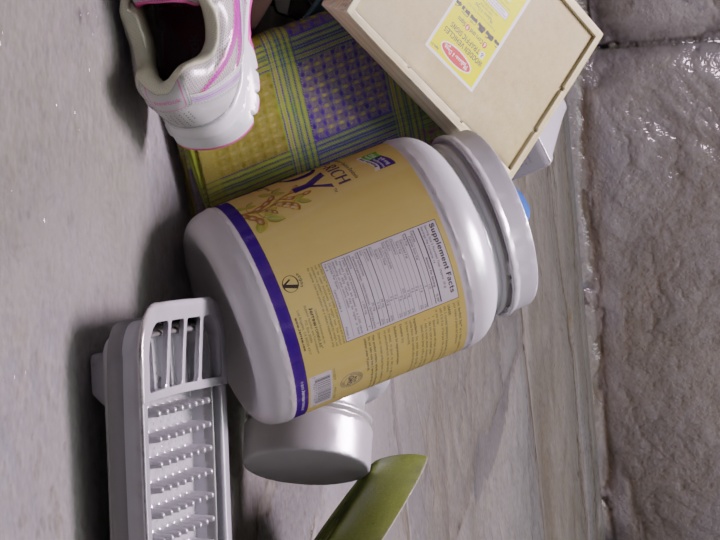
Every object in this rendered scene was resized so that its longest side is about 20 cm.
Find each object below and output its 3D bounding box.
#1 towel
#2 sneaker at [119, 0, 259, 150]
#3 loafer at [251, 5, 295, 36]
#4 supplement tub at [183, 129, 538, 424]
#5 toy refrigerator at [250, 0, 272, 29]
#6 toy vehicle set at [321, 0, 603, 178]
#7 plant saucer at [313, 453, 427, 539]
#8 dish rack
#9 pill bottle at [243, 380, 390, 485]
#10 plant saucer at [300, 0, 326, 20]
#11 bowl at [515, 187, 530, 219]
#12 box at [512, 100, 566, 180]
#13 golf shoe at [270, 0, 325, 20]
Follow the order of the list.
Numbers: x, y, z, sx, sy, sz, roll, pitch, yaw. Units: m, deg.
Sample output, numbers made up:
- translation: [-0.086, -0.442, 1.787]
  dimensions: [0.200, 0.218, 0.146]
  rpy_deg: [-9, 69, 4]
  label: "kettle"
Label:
- translation: [-0.032, -0.103, 1.490]
  dimensions: [0.023, 0.199, 0.145]
  rpy_deg: [44, -26, 54]
  label: "towel"
- translation: [-0.104, -0.180, 1.379]
  dimensions: [0.088, 0.081, 0.202]
  rpy_deg: [31, 53, -71]
  label: "sneaker"
- translation: [-0.049, -0.192, 1.596]
  dimensions: [0.070, 0.069, 0.202]
  rpy_deg: [38, -63, 55]
  label: "loafer"
- translation: [0.000, 0.000, 1.456]
  dimensions: [0.147, 0.199, 0.145]
  rpy_deg: [69, -15, 0]
  label: "supplement tub"
- translation: [-0.040, -0.261, 1.451]
  dimensions: [0.201, 0.070, 0.076]
  rpy_deg: [-57, -171, 25]
  label: "toy refrigerator"
- translation: [0.072, -0.166, 1.489]
  dimensions: [0.200, 0.026, 0.125]
  rpy_deg: [42, 77, -40]
  label: "toy vehicle set"
- translation: [-0.021, 0.205, 1.576]
  dimensions: [0.201, 0.031, 0.200]
  rpy_deg: [-56, 180, 0]
  label: "plant saucer"
- translation: [-0.119, 0.119, 1.337]
  dimensions: [0.172, 0.043, 0.202]
  rpy_deg: [-5, 93, -78]
  label: "dish rack"
- translation: [-0.033, 0.041, 1.575]
  dimensions: [0.114, 0.113, 0.202]
  rpy_deg: [58, 32, -65]
  label: "pill bottle"
- translation: [0.006, -0.177, 1.501]
  dimensions: [0.070, 0.200, 0.019]
  rpy_deg: [35, 7, -26]
  label: "plant saucer"
- translation: [0.033, -0.016, 1.720]
  dimensions: [0.040, 0.199, 0.201]
  rpy_deg: [59, 22, -18]
  label: "bowl"
- translation: [0.045, -0.107, 1.718]
  dimensions: [0.098, 0.199, 0.125]
  rpy_deg: [61, 22, -18]
  label: "box"
- translation: [-0.006, -0.127, 1.568]
  dimensions: [0.078, 0.094, 0.201]
  rpy_deg: [-132, -159, -64]
  label: "golf shoe"
